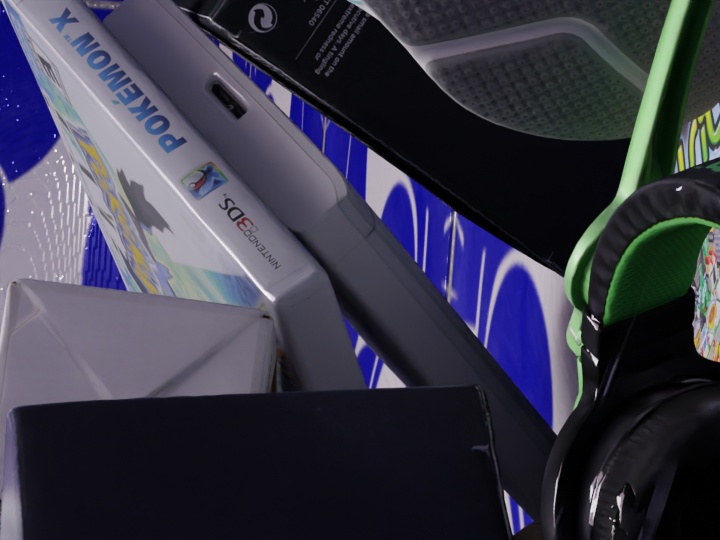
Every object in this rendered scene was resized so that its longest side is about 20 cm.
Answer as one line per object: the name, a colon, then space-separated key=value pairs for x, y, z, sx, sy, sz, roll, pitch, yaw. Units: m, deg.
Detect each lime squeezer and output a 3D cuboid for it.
lime squeezer: x=0.072 y=0.017 z=0.679 sx=0.071 sy=0.037 sz=0.201 roll=-154 pitch=56 yaw=-72

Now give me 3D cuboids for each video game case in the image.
video game case: x=-0.042 y=0.018 z=0.938 sx=0.182 sy=0.022 sz=0.201 roll=47 pitch=163 yaw=40

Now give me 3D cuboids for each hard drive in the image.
hard drive: x=0.000 y=0.000 z=0.955 sx=0.132 sy=0.027 sz=0.200 roll=46 pitch=177 yaw=42

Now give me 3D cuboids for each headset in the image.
headset: x=0.078 y=0.074 z=0.597 sx=0.123 sy=0.094 sz=0.201 roll=43 pitch=147 yaw=49

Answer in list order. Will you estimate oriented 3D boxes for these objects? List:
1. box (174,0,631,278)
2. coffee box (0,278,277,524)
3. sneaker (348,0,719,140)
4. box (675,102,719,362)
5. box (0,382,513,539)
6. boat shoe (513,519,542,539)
box: x=0.017 y=-0.077 z=0.972 sx=0.079 sy=0.141 sz=0.200 roll=-52 pitch=11 yaw=1
coffee box: x=-0.069 y=0.093 z=0.876 sx=0.200 sy=0.079 sz=0.115 roll=94 pitch=-177 yaw=-71
sneaker: x=0.006 y=-0.095 z=0.680 sx=0.080 sy=0.199 sz=0.071 roll=-89 pitch=25 yaw=-51
box: x=0.108 y=-0.006 z=0.723 sx=0.200 sy=0.034 sz=0.111 roll=108 pitch=163 yaw=-61
box: x=-0.021 y=0.166 z=0.660 sx=0.199 sy=0.122 sz=0.201 roll=-101 pitch=13 yaw=-49
boat shoe: x=0.055 y=0.124 z=0.900 sx=0.200 sy=0.065 sz=0.073 roll=-142 pitch=43 yaw=-78
